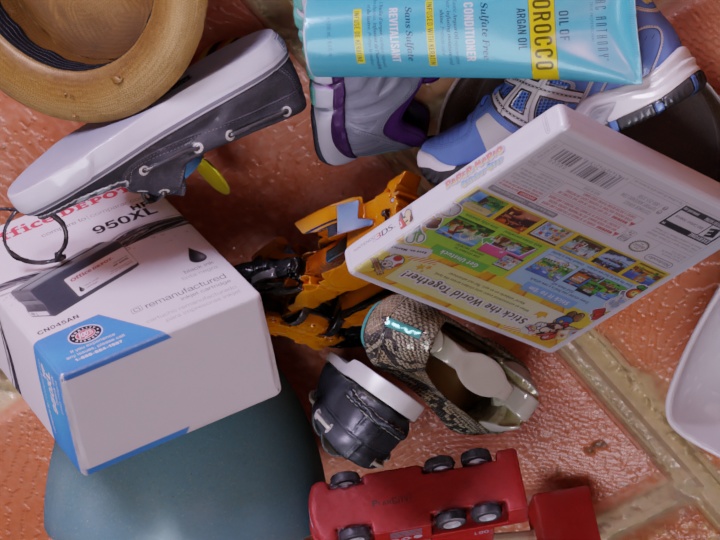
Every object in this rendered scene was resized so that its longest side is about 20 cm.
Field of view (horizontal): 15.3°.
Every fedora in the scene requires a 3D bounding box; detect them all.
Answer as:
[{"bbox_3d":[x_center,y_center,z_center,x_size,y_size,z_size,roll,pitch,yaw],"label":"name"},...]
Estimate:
[{"bbox_3d":[-0.170,-0.191,1.693,0.200,0.082,0.201,6,103,26],"label":"fedora"}]

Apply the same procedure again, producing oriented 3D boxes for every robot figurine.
[{"bbox_3d":[0.000,0.000,1.779,0.145,0.058,0.200,21,151,-34],"label":"robot figurine"}]

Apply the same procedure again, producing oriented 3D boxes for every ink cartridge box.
[{"bbox_3d":[-0.164,0.030,1.771,0.144,0.200,0.084,-23,125,-19],"label":"ink cartridge box"}]

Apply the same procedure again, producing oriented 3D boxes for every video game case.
[{"bbox_3d":[0.121,-0.022,1.677,0.182,0.023,0.200,-34,143,31],"label":"video game case"}]

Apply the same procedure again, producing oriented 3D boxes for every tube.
[{"bbox_3d":[0.067,-0.145,1.606,0.200,0.050,0.078,-2,106,12],"label":"tube"}]

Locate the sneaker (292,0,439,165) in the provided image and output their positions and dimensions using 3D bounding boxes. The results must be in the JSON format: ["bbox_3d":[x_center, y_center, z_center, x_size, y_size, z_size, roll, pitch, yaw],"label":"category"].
[{"bbox_3d":[0.006,-0.155,1.700,0.087,0.075,0.200,-3,135,5],"label":"sneaker"}]

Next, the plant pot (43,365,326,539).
[{"bbox_3d":[-0.123,0.108,1.863,0.200,0.200,0.135,2,103,16],"label":"plant pot"}]

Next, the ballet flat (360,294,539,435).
[{"bbox_3d":[0.074,0.072,1.778,0.075,0.068,0.200,20,171,35],"label":"ballet flat"}]

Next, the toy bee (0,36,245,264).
[{"bbox_3d":[-0.151,-0.099,1.774,0.200,0.109,0.131,-15,113,-2],"label":"toy bee"}]

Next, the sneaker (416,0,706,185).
[{"bbox_3d":[0.117,-0.109,1.661,0.200,0.076,0.077,-24,93,30],"label":"sneaker"}]

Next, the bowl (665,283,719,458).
[{"bbox_3d":[0.316,0.053,1.743,0.199,0.075,0.200,23,128,0],"label":"bowl"}]

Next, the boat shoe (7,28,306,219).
[{"bbox_3d":[-0.124,-0.077,1.697,0.200,0.070,0.066,-32,109,-4],"label":"boat shoe"}]

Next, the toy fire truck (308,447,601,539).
[{"bbox_3d":[0.066,0.173,1.850,0.200,0.049,0.141,-10,154,-2],"label":"toy fire truck"}]

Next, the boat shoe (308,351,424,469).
[{"bbox_3d":[-0.006,0.098,1.811,0.076,0.200,0.060,36,85,1],"label":"boat shoe"}]

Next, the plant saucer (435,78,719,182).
[{"bbox_3d":[0.149,-0.078,1.726,0.200,0.032,0.201,9,128,12],"label":"plant saucer"}]
